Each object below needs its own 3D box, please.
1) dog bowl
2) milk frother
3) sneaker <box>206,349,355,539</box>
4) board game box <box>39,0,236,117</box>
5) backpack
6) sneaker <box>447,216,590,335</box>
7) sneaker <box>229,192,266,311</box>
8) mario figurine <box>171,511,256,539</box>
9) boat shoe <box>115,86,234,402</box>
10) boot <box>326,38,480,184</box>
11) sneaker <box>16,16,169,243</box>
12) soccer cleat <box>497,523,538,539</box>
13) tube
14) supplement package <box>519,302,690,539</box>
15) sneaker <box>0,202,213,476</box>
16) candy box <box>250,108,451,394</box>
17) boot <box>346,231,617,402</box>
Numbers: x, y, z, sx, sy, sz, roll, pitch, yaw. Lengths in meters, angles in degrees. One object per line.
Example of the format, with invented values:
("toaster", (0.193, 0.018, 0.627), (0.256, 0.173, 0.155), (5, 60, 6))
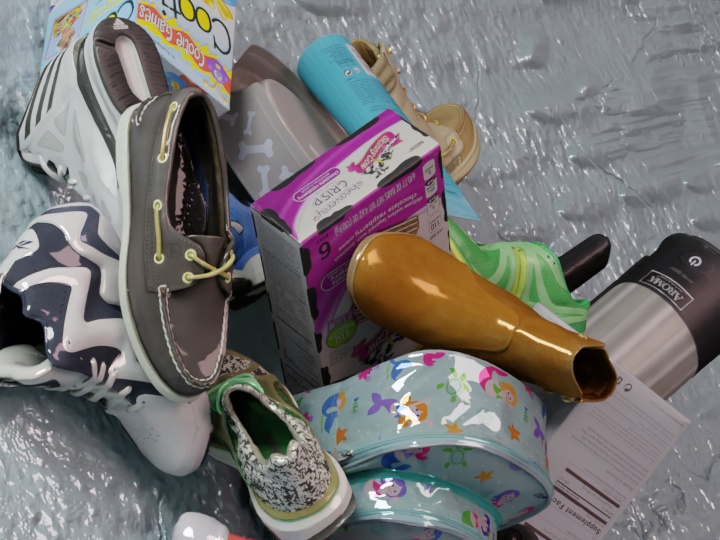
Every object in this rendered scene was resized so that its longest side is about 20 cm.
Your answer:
("dog bowl", (-0.046, -0.081, 1.719), (0.200, 0.059, 0.200), (49, 12, -14))
("milk frother", (0.242, 0.087, 2.012), (0.188, 0.180, 0.201), (-36, 130, -26))
("sneaker", (-0.073, 0.095, 1.480), (0.200, 0.077, 0.089), (42, -20, 44))
("board game box", (-0.162, -0.195, 1.643), (0.103, 0.104, 0.201), (38, 37, -35))
("backpack", (0.035, 0.146, 1.559), (0.177, 0.199, 0.152), (33, 39, -40))
("sneaker", (0.108, 0.006, 1.734), (0.200, 0.074, 0.084), (38, 66, -35))
("sneaker", (-0.119, -0.012, 1.597), (0.089, 0.078, 0.200), (56, 21, 6))
("mario figurine", (-0.080, 0.234, 1.457), (0.106, 0.124, 0.199), (30, 18, 39))
("boat shoe", (-0.115, -0.018, 1.421), (0.071, 0.060, 0.203), (2, 76, -44))
("boot", (0.032, -0.137, 1.903), (0.156, 0.072, 0.200), (64, 33, -22))
("sneaker", (-0.171, -0.061, 1.508), (0.075, 0.115, 0.202), (-7, 79, -45))
("soccer cleat", (0.094, 0.286, 1.608), (0.073, 0.068, 0.202), (31, 71, -56))
("tube", (0.019, -0.108, 1.724), (0.077, 0.051, 0.200), (5, 37, -43))
("supplement package", (0.135, 0.149, 1.688), (0.109, 0.201, 0.114), (36, 3, -35))
("sneaker", (-0.183, 0.068, 1.423), (0.129, 0.079, 0.200), (-41, 115, -45))
("candy box", (0.000, 0.000, 1.607), (0.061, 0.136, 0.201), (38, -28, 34))
("boot", (0.093, 0.036, 1.555), (0.201, 0.143, 0.071), (27, 86, -52))
